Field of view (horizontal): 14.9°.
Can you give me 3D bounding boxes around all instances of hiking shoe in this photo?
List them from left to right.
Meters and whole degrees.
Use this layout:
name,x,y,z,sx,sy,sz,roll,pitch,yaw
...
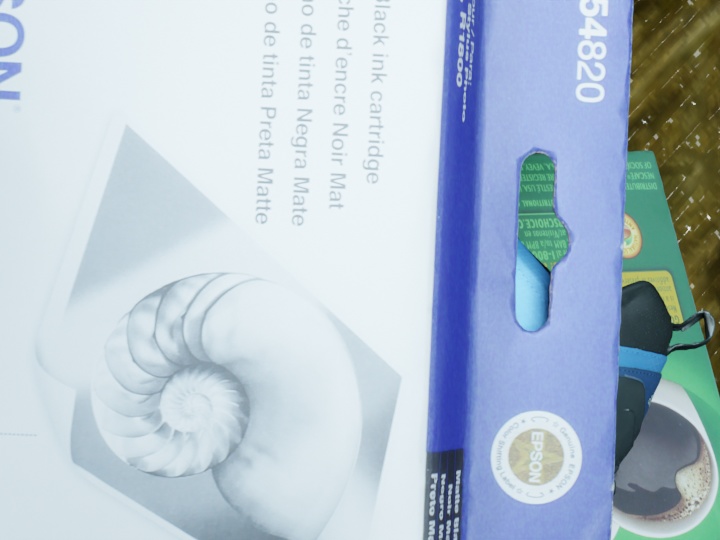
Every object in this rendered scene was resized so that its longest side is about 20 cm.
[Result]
name,x,y,z,sx,sy,sz,roll,pitch,yaw
hiking shoe,0.000,0.000,0.823,0.200,0.074,0.087,32,74,-3

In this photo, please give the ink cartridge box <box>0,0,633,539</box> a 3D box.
name,x,y,z,sx,sy,sz,roll,pitch,yaw
ink cartridge box,-0.023,-0.011,0.756,0.200,0.041,0.200,2,90,-4

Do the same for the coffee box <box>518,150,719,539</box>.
name,x,y,z,sx,sy,sz,roll,pitch,yaw
coffee box,0.063,0.060,0.889,0.123,0.044,0.200,-4,73,-36
